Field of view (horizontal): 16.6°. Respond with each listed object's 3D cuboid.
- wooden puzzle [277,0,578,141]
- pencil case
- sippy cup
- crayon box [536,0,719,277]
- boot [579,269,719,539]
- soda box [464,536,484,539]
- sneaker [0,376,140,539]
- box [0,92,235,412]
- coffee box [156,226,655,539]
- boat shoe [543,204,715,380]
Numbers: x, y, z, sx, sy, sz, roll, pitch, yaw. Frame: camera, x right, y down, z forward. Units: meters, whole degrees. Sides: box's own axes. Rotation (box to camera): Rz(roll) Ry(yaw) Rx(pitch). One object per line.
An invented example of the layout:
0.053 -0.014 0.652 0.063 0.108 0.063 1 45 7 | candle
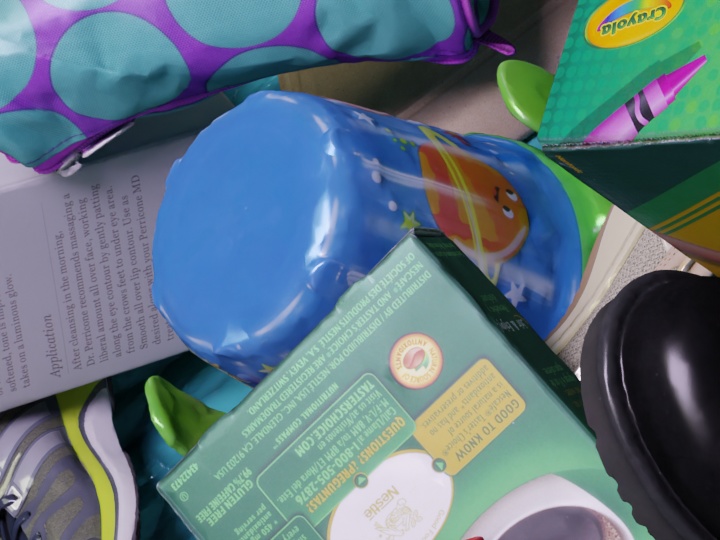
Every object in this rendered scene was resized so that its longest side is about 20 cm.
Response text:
0.037 -0.130 1.007 0.185 0.037 0.201 -36 52 28 | wooden puzzle
-0.049 -0.098 0.913 0.199 0.085 0.093 -14 95 12 | pencil case
0.000 0.000 0.884 0.139 0.130 0.178 24 91 47 | sippy cup
0.159 -0.019 0.678 0.119 0.200 0.058 -1 65 47 | crayon box
0.168 0.051 0.633 0.079 0.211 0.158 -40 -8 -40 | boot
0.042 0.182 0.712 0.063 0.070 0.201 -27 84 15 | soda box
-0.135 0.092 1.011 0.200 0.081 0.074 -111 18 -48 | sneaker
-0.161 -0.027 1.018 0.199 0.107 0.152 -18 38 -18 | box
0.044 0.100 0.769 0.123 0.044 0.200 -45 78 13 | coffee box
0.095 0.047 0.814 0.065 0.072 0.201 14 74 51 | boat shoe
